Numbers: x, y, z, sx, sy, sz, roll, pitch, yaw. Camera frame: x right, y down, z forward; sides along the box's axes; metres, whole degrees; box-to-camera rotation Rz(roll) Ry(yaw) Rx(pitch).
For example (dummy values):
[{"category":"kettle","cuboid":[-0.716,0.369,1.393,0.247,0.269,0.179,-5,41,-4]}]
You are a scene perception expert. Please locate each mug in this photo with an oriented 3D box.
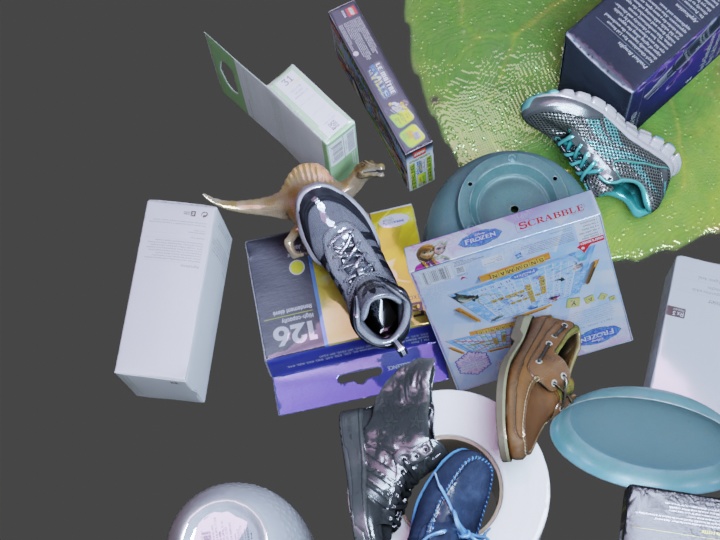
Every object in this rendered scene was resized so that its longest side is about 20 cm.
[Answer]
[{"category":"mug","cuboid":[-0.125,0.312,1.414,0.147,0.175,0.200,2,71,5]}]

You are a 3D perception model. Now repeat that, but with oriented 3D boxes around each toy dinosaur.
[{"category":"toy dinosaur","cuboid":[-0.063,-0.066,1.542,0.200,0.058,0.101,-13,88,5]}]

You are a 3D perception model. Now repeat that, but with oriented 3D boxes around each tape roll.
[{"category":"tape roll","cuboid":[0.091,0.235,1.443,0.202,0.139,0.203,-1,72,4]}]

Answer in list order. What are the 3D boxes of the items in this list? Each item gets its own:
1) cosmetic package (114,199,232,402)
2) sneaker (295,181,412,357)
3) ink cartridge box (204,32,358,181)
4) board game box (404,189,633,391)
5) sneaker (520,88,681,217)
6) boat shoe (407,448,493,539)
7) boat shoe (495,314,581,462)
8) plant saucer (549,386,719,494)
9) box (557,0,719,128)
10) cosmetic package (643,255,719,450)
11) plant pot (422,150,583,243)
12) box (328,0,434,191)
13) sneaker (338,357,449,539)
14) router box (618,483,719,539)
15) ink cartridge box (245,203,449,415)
[{"category":"cosmetic package","cuboid":[-0.202,0.036,1.552,0.085,0.108,0.200,7,71,7]},{"category":"sneaker","cuboid":[0.000,0.000,1.464,0.075,0.114,0.200,-30,103,-2]},{"category":"ink cartridge box","cuboid":[-0.086,-0.187,1.597,0.048,0.146,0.200,-41,73,-12]},{"category":"board game box","cuboid":[0.168,0.026,1.467,0.200,0.200,0.041,-17,44,7]},{"category":"sneaker","cuboid":[0.262,-0.127,1.550,0.200,0.078,0.091,25,64,-12]},{"category":"boat shoe","cuboid":[0.084,0.267,1.315,0.084,0.069,0.200,23,82,-26]},{"category":"boat shoe","cuboid":[0.176,0.108,1.375,0.068,0.072,0.200,1,38,16]},{"category":"plant saucer","cuboid":[0.292,0.169,1.423,0.200,0.200,0.027,11,58,8]},{"category":"box","cuboid":[0.329,-0.262,1.590,0.200,0.148,0.104,-42,74,-9]},{"category":"cosmetic package","cuboid":[0.365,0.097,1.499,0.113,0.081,0.200,11,72,6]},{"category":"plant pot","cuboid":[0.165,-0.049,1.537,0.200,0.134,0.201,-1,70,4]},{"category":"box","cuboid":[0.025,-0.199,1.612,0.035,0.110,0.200,-26,71,-4]},{"category":"sneaker","cuboid":[0.039,0.189,1.358,0.104,0.060,0.200,-11,67,5]},{"category":"router box","cuboid":[0.364,0.309,1.442,0.200,0.051,0.149,8,74,7]},{"category":"ink cartridge box","cuboid":[-0.017,0.042,1.567,0.197,0.047,0.200,-13,69,1]}]
